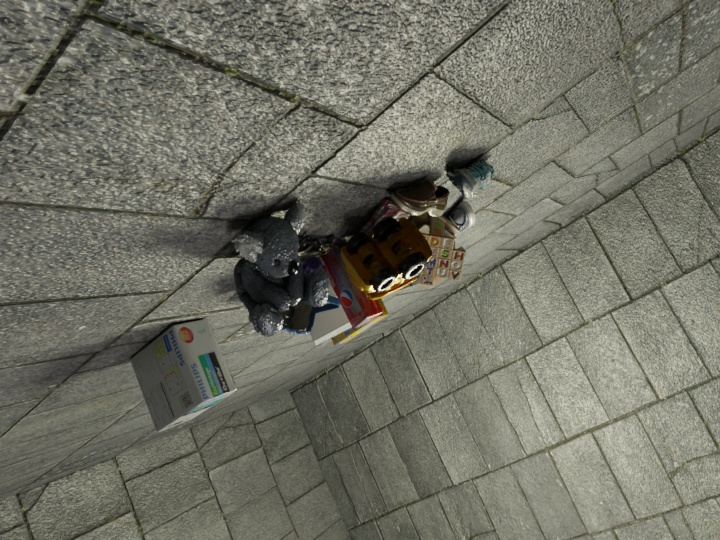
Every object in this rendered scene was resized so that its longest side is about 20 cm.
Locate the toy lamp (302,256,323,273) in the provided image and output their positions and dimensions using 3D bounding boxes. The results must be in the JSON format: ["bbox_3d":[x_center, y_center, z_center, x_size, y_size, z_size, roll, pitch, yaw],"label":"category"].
[{"bbox_3d":[-0.127,0.014,1.429,0.057,0.059,0.201,-23,165,-16],"label":"toy lamp"}]

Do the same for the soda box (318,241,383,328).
[{"bbox_3d":[-0.025,0.035,1.388,0.069,0.204,0.063,-14,162,-46],"label":"soda box"}]

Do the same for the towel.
[{"bbox_3d":[0.047,-0.105,1.356,0.145,0.030,0.200,-16,156,-51],"label":"towel"}]

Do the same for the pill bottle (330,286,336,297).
[{"bbox_3d":[0.000,0.000,1.510,0.196,0.115,0.113,-23,167,-23],"label":"pill bottle"}]

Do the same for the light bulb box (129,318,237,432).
[{"bbox_3d":[-0.442,0.259,1.393,0.198,0.203,0.124,-32,168,28],"label":"light bulb box"}]

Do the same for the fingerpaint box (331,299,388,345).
[{"bbox_3d":[-0.031,0.113,1.764,0.198,0.170,0.073,-35,164,30],"label":"fingerpaint box"}]

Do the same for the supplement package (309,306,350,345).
[{"bbox_3d":[-0.077,0.096,1.622,0.195,0.159,0.111,-25,169,-8],"label":"supplement package"}]

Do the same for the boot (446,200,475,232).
[{"bbox_3d":[0.274,-0.134,1.653,0.089,0.074,0.200,-31,169,-9],"label":"boot"}]

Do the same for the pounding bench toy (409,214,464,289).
[{"bbox_3d":[0.208,-0.036,1.500,0.197,0.159,0.124,30,136,-25],"label":"pounding bench toy"}]

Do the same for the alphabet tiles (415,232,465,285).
[{"bbox_3d":[0.159,-0.026,1.394,0.193,0.008,0.170,9,135,7],"label":"alphabet tiles"}]

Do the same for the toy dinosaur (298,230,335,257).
[{"bbox_3d":[-0.114,-0.051,1.234,0.196,0.049,0.087,-12,167,-42],"label":"toy dinosaur"}]

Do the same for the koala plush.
[{"bbox_3d":[-0.165,-0.023,1.052,0.175,0.184,0.203,-30,149,-27],"label":"koala plush"}]

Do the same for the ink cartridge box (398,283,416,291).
[{"bbox_3d":[0.168,-0.019,1.691,0.144,0.085,0.198,-38,-171,-36],"label":"ink cartridge box"}]

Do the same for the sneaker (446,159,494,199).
[{"bbox_3d":[0.265,-0.227,1.319,0.086,0.078,0.199,-46,169,23],"label":"sneaker"}]

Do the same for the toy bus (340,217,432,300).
[{"bbox_3d":[0.046,-0.001,1.304,0.196,0.137,0.194,-25,155,-27],"label":"toy bus"}]

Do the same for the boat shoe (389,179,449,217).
[{"bbox_3d":[0.139,-0.173,1.267,0.200,0.075,0.076,-6,133,-56],"label":"boat shoe"}]

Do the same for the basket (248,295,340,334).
[{"bbox_3d":[-0.168,0.074,1.329,0.174,0.144,0.197,24,155,-40],"label":"basket"}]
